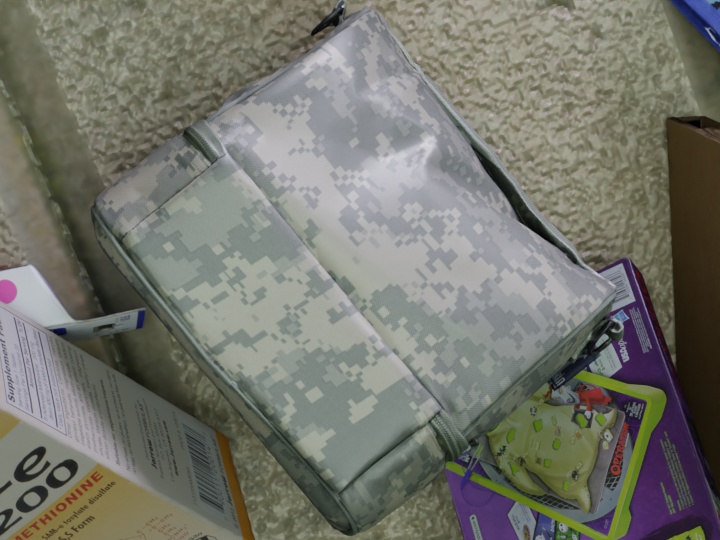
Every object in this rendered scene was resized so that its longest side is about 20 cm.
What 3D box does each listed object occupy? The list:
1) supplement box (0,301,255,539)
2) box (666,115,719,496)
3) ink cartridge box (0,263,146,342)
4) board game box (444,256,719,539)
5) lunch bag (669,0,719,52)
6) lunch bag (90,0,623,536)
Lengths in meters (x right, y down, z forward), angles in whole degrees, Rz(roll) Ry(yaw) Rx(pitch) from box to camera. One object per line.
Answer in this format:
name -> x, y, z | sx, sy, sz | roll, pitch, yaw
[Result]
supplement box -> -0.159, 0.095, 1.042 | 0.126, 0.074, 0.200 | -37, 135, 20
box -> 0.173, 0.034, 1.100 | 0.021, 0.164, 0.201 | -5, 100, -5
ink cartridge box -> -0.198, 0.028, 1.072 | 0.199, 0.095, 0.037 | -9, 85, -7
board game box -> 0.103, 0.106, 1.091 | 0.119, 0.032, 0.201 | -22, 62, 13
lunch bag -> 0.237, -0.148, 1.130 | 0.200, 0.094, 0.151 | 43, 92, -1
lunch bag -> 0.000, 0.000, 1.062 | 0.168, 0.139, 0.200 | -40, 87, -4
